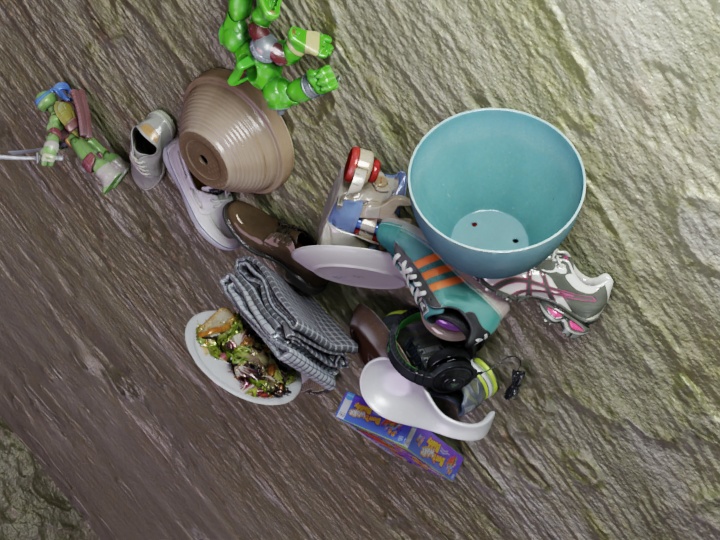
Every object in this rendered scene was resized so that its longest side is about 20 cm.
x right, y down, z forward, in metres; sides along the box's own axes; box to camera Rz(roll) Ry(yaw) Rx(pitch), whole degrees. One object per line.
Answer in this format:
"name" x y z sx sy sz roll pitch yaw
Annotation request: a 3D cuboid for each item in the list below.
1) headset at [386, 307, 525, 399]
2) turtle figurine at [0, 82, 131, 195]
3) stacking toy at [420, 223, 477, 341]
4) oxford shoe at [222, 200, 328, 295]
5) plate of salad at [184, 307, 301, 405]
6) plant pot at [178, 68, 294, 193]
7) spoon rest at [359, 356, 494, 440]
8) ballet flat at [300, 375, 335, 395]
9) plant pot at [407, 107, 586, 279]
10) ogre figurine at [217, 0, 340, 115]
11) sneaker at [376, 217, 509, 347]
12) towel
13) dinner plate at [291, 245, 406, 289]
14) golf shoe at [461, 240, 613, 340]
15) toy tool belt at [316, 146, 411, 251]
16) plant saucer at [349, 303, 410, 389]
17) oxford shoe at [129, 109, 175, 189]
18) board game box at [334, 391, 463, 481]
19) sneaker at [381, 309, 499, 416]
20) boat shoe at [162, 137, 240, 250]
"headset" 0.134 0.126 1.612 0.198 0.124 0.094 16 141 7
"turtle figurine" -0.501 -0.194 1.934 0.194 0.200 0.144 39 162 -5
"stacking toy" 0.143 0.006 1.510 0.085 0.085 0.201 36 141 14
"oxford shoe" -0.121 -0.052 1.748 0.199 0.073 0.084 34 143 -3
"plate of salad" -0.171 0.124 1.728 0.200 0.200 0.048 40 116 10
"plant pot" -0.201 -0.186 1.674 0.200 0.093 0.202 30 143 25
"spoon rest" 0.089 0.188 1.621 0.199 0.061 0.100 22 119 12
"ballet flat" -0.136 0.156 1.965 0.199 0.068 0.075 28 179 29
"plant pot" 0.154 -0.068 1.327 0.199 0.200 0.135 31 154 21
"ogre figurine" -0.119 -0.290 1.474 0.200 0.098 0.120 40 136 -10
"sneaker" 0.089 0.015 1.441 0.200 0.080 0.071 38 165 8
"towel" -0.108 0.075 1.759 0.200 0.086 0.165 46 -175 40
"dinner plate" 0.000 0.000 1.596 0.198 0.024 0.200 9 168 2
"golf shoe" 0.214 0.001 1.408 0.199 0.077 0.088 27 118 -8
"toy tool belt" 0.022 -0.089 1.532 0.122 0.126 0.200 15 149 -9
"plant saucer" 0.036 0.145 1.740 0.201 0.032 0.201 56 167 21
"oxford shoe" -0.353 -0.190 1.867 0.075 0.058 0.200 42 148 2
"board game box" 0.064 0.265 1.812 0.134 0.045 0.200 18 165 35
"sneaker" 0.106 0.134 1.675 0.199 0.081 0.074 36 144 15
"boat shoe" -0.238 -0.123 1.804 0.070 0.071 0.201 -9 111 54
